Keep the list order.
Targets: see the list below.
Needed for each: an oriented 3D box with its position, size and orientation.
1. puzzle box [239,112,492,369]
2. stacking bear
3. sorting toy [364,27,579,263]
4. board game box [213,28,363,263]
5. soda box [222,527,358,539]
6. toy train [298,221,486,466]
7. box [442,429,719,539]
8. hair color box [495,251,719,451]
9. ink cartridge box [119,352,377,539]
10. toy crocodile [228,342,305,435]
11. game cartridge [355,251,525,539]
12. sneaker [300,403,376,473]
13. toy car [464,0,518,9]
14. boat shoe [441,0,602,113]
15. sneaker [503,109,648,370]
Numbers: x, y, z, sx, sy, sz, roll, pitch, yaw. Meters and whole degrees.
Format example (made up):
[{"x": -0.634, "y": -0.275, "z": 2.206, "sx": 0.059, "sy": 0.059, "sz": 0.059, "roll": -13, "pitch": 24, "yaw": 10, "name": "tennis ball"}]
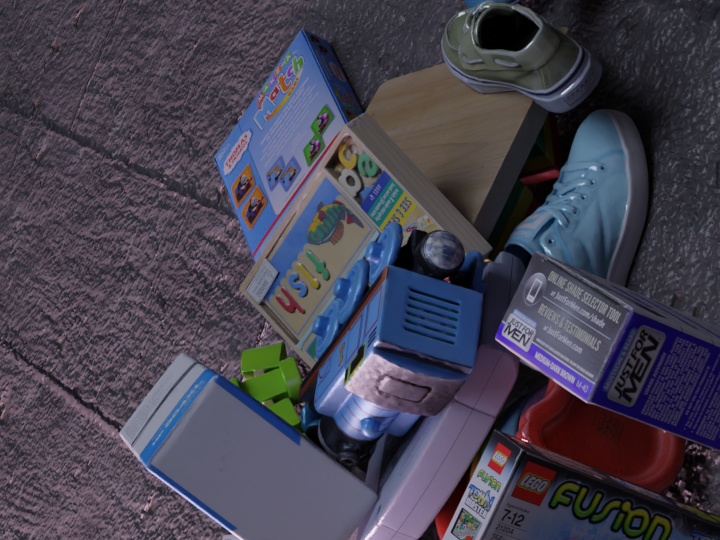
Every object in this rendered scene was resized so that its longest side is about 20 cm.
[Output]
[{"x": 0.000, "y": 0.000, "z": 1.628, "sx": 0.133, "sy": 0.025, "sz": 0.200, "roll": 46, "pitch": 136, "yaw": 11, "name": "puzzle box"}, {"x": 0.116, "y": 0.139, "z": 1.520, "sx": 0.200, "sy": 0.113, "sz": 0.122, "roll": -46, "pitch": 15, "yaw": 50, "name": "stacking bear"}, {"x": 0.066, "y": -0.067, "z": 1.701, "sx": 0.199, "sy": 0.070, "sz": 0.199, "roll": -13, "pitch": 41, "yaw": 46, "name": "sorting toy"}, {"x": -0.055, "y": -0.095, "z": 1.986, "sx": 0.152, "sy": 0.036, "sz": 0.200, "roll": -54, "pitch": 35, "yaw": 22, "name": "board game box"}, {"x": -0.033, "y": 0.236, "z": 1.729, "sx": 0.199, "sy": 0.063, "sz": 0.069, "roll": -13, "pitch": 61, "yaw": 54, "name": "soda box"}, {"x": 0.018, "y": 0.052, "z": 1.516, "sx": 0.200, "sy": 0.086, "sz": 0.115, "roll": 126, "pitch": 159, "yaw": -54, "name": "toy train"}, {"x": 0.139, "y": 0.177, "z": 1.371, "sx": 0.035, "sy": 0.199, "sz": 0.111, "roll": 33, "pitch": 100, "yaw": 58, "name": "box"}, {"x": 0.191, "y": 0.061, "z": 1.362, "sx": 0.065, "sy": 0.199, "sz": 0.109, "roll": -64, "pitch": 32, "yaw": 6, "name": "hair color box"}, {"x": -0.084, "y": 0.137, "z": 1.631, "sx": 0.085, "sy": 0.146, "sz": 0.200, "roll": -54, "pitch": 11, "yaw": -4, "name": "ink cartridge box"}, {"x": -0.062, "y": 0.133, "z": 1.840, "sx": 0.067, "sy": 0.062, "sz": 0.201, "roll": -21, "pitch": 47, "yaw": -1, "name": "toy crocodile"}, {"x": 0.055, "y": 0.098, "z": 1.549, "sx": 0.134, "sy": 0.041, "sz": 0.201, "roll": -86, "pitch": 21, "yaw": -54, "name": "game cartridge"}, {"x": 0.032, "y": 0.062, "z": 1.716, "sx": 0.201, "sy": 0.082, "sz": 0.073, "roll": -58, "pitch": 30, "yaw": 13, "name": "sneaker"}, {"x": 0.143, "y": -0.321, "z": 1.752, "sx": 0.199, "sy": 0.185, "sz": 0.177, "roll": -27, "pitch": 3, "yaw": -9, "name": "toy car"}, {"x": 0.106, "y": -0.166, "z": 1.640, "sx": 0.072, "sy": 0.062, "sz": 0.200, "roll": -47, "pitch": 26, "yaw": -7, "name": "boat shoe"}, {"x": 0.144, "y": -0.026, "z": 1.599, "sx": 0.074, "sy": 0.082, "sz": 0.201, "roll": -13, "pitch": 61, "yaw": 52, "name": "sneaker"}]
